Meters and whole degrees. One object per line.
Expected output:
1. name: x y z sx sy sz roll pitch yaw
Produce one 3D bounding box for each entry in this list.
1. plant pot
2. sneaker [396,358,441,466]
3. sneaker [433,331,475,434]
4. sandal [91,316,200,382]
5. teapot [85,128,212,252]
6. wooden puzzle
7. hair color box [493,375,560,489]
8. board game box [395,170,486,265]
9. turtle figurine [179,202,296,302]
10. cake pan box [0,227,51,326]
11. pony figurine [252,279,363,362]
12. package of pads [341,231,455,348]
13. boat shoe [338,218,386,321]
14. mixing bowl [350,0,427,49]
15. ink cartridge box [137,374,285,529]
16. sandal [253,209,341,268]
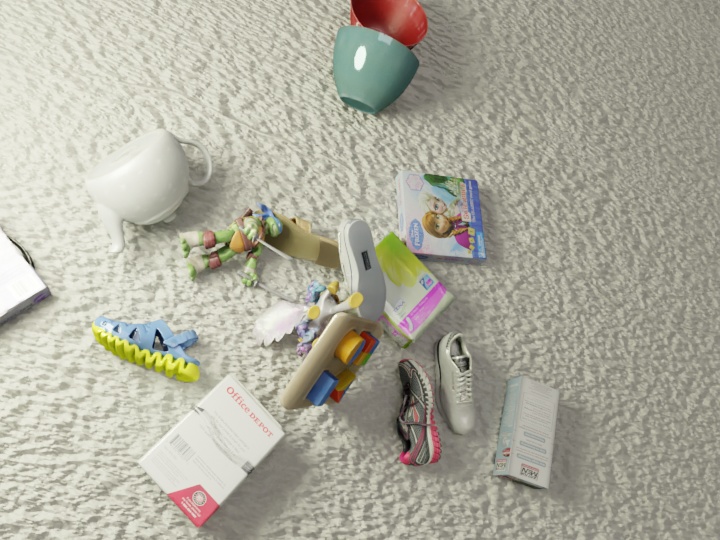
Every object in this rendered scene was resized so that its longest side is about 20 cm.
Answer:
1. plant pot: 0.018 -0.437 1.276 0.198 0.200 0.137 20 93 -11
2. sneaker: 0.101 0.271 1.087 0.074 0.081 0.203 -4 72 -18
3. sneaker: 0.197 0.227 1.137 0.075 0.080 0.203 -4 74 -22
4. sandal: -0.366 0.123 0.987 0.198 0.079 0.088 26 60 -18
5. teapot: -0.388 -0.157 1.041 0.198 0.198 0.147 -25 122 11
6. wooden puzzle: -0.035 0.168 0.985 0.046 0.200 0.186 36 93 24
7. hair color box: 0.343 0.332 1.159 0.098 0.061 0.202 21 65 -10
8. board game box: 0.181 -0.119 1.280 0.196 0.041 0.203 4 70 -18
9. turtle figurine: -0.225 -0.026 1.046 0.191 0.144 0.203 -14 82 -13
10. cake pan box: -0.654 0.016 0.937 0.200 0.052 0.185 -41 89 -26
11. pony figurine: -0.086 0.099 1.044 0.166 0.200 0.194 42 79 -7
12. package of pads: 0.075 0.043 1.168 0.200 0.068 0.154 46 63 5
13. boat shoe: 0.000 0.000 1.086 0.073 0.065 0.203 -12 101 -28
14. mixing bowl: 0.052 -0.585 1.366 0.197 0.108 0.203 9 64 -18
15. ink cartridge box: -0.248 0.301 0.953 0.145 0.083 0.200 46 63 2
16. sandal: -0.118 -0.068 1.150 0.209 0.079 0.070 24 25 10
